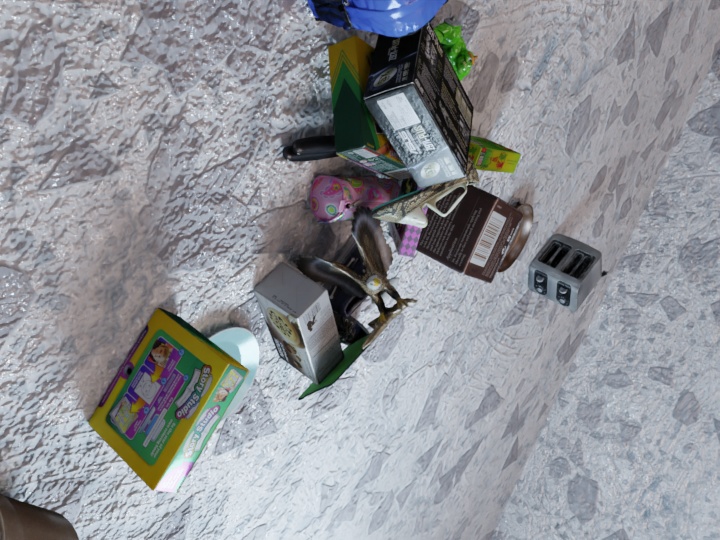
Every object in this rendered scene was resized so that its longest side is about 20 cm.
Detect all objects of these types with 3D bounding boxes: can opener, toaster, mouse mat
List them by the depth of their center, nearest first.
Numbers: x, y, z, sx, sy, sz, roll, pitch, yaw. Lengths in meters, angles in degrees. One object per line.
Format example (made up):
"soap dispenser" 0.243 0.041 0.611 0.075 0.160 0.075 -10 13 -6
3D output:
"can opener" -0.051 -0.207 1.209 0.198 0.080 0.063 -24 172 -42
"mouse mat" -0.036 0.174 1.364 0.161 0.008 0.200 -45 -177 -30
"toaster" 0.642 0.001 2.266 0.200 0.179 0.120 -46 145 -22

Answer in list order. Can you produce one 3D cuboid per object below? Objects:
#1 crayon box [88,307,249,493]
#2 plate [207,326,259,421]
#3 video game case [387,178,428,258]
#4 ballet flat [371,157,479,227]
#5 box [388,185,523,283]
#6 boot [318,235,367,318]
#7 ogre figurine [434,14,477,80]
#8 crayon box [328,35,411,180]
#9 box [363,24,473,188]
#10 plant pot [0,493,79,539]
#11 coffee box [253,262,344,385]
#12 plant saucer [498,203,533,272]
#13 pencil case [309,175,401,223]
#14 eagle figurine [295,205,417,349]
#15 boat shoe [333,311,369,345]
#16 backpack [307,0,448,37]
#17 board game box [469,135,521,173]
"crayon box" -0.280 0.185 1.060 0.202 0.171 0.058 -59 149 -3
"plate" -0.251 0.182 1.243 0.199 0.025 0.203 -35 140 -35
"video game case" 0.097 -0.151 1.372 0.035 0.182 0.203 10 114 -11
"ballet flat" 0.117 -0.120 1.240 0.198 0.076 0.068 -32 179 -6
"box" 0.199 -0.097 1.515 0.163 0.198 0.168 13 105 -58
"boot" 0.000 0.000 1.404 0.201 0.090 0.073 -51 148 -16
"ogre figurine" 0.141 -0.376 1.316 0.119 0.098 0.201 -39 131 -1
"crayon box" 0.029 -0.255 1.184 0.199 0.057 0.176 11 73 -59
"box" 0.097 -0.261 1.144 0.200 0.085 0.166 50 41 -42
"plant pot" -0.473 0.375 0.926 0.202 0.199 0.199 -54 155 -11
"coffee box" -0.106 0.097 1.305 0.080 0.112 0.202 -43 146 -25
"plant saucer" 0.403 -0.092 1.982 0.199 0.034 0.203 -37 141 -36
"pencil case" -0.005 -0.126 1.304 0.199 0.087 0.089 -6 120 -55
"eagle figurine" 0.006 0.004 1.276 0.152 0.201 0.150 -45 -173 -38
"boat shoe" -0.035 0.117 1.469 0.071 0.066 0.200 -57 149 -6
"backpack" 0.020 -0.417 0.995 0.163 0.199 0.168 -52 148 -12
"board game box" 0.255 -0.253 1.568 0.199 0.101 0.048 -7 122 -54
